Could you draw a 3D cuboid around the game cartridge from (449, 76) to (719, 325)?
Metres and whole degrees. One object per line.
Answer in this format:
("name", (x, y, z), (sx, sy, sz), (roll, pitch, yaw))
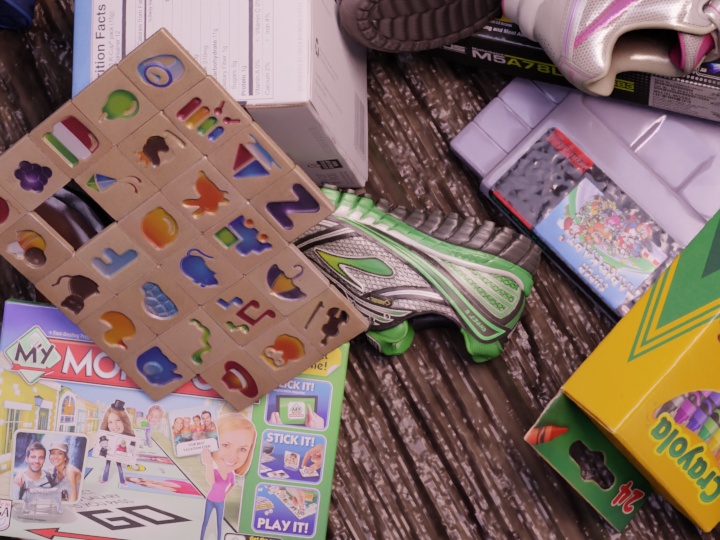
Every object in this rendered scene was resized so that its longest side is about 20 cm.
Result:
("game cartridge", (0.162, -0.046, 1.093), (0.130, 0.038, 0.200), (-43, 76, -6))

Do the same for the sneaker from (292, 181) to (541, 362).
("sneaker", (0.000, 0.000, 1.084), (0.199, 0.078, 0.086), (13, 82, 10))

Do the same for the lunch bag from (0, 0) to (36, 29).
("lunch bag", (-0.285, -0.241, 1.144), (0.199, 0.136, 0.133), (12, 81, 12))

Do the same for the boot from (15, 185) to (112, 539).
("boot", (-0.197, 0.052, 1.120), (0.188, 0.068, 0.201), (29, 90, 0))

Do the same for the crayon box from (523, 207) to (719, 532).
("crayon box", (0.195, 0.056, 1.019), (0.200, 0.127, 0.051), (-49, 43, -2))

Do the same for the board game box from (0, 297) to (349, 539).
("board game box", (-0.113, 0.095, 1.074), (0.199, 0.029, 0.135), (7, 92, -3))

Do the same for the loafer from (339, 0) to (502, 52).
("loafer", (0.069, -0.192, 1.049), (0.199, 0.073, 0.071), (-29, 56, -11))

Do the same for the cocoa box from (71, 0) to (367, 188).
("cocoa box", (-0.074, -0.129, 1.057), (0.130, 0.200, 0.134), (-2, 80, 9))

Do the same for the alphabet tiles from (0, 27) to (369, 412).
("alphabet tiles", (-0.096, -0.013, 0.997), (0.167, 0.008, 0.200), (-34, 114, 25))

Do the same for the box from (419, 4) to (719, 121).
("box", (0.150, -0.197, 1.098), (0.199, 0.048, 0.194), (15, 71, 11))

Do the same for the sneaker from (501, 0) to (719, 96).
("sneaker", (0.183, -0.153, 1.015), (0.199, 0.081, 0.089), (-25, 68, 3))
